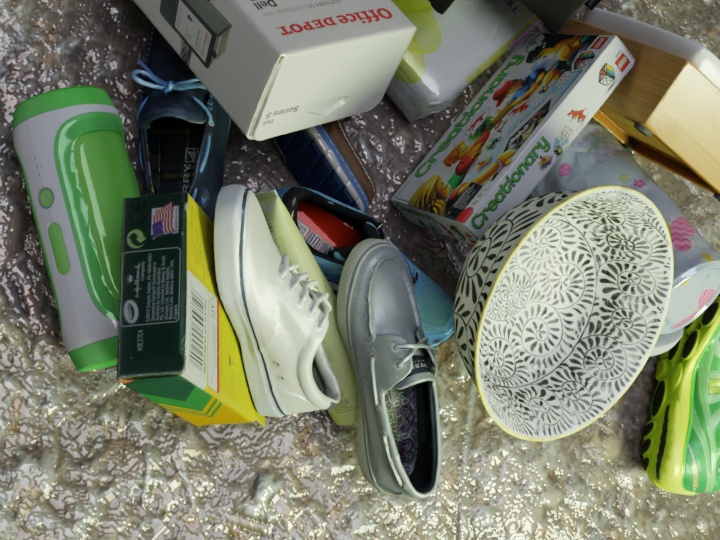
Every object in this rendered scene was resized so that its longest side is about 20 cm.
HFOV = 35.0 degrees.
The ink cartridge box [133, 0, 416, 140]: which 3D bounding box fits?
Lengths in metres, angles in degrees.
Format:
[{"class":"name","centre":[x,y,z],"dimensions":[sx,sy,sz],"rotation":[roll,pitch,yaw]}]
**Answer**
[{"class":"ink cartridge box","centre":[-0.077,-0.208,0.872],"dimensions":[0.145,0.084,0.200],"rotation":[-22,63,-41]}]

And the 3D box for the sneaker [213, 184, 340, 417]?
[{"class":"sneaker","centre":[-0.057,0.022,0.837],"dimensions":[0.070,0.201,0.073],"rotation":[-5,38,10]}]

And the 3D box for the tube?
[{"class":"tube","centre":[-0.041,0.027,0.900],"dimensions":[0.058,0.052,0.201],"rotation":[-24,107,14]}]

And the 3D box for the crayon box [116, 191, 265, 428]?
[{"class":"crayon box","centre":[-0.117,0.040,0.834],"dimensions":[0.050,0.200,0.128],"rotation":[-6,70,10]}]

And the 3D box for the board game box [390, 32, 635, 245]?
[{"class":"board game box","centre":[0.124,-0.114,0.953],"dimensions":[0.035,0.126,0.200],"rotation":[44,80,-27]}]

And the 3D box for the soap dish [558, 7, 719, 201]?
[{"class":"soap dish","centre":[0.261,-0.144,0.991],"dimensions":[0.157,0.200,0.082],"rotation":[33,97,-29]}]

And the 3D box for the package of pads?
[{"class":"package of pads","centre":[0.073,-0.245,1.013],"dimensions":[0.200,0.068,0.155],"rotation":[-42,95,-22]}]

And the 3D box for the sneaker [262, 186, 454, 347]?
[{"class":"sneaker","centre":[0.000,0.000,0.926],"dimensions":[0.199,0.090,0.079],"rotation":[32,71,-13]}]

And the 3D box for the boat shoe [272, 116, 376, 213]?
[{"class":"boat shoe","centre":[-0.041,-0.139,0.946],"dimensions":[0.072,0.072,0.201],"rotation":[-36,93,-27]}]

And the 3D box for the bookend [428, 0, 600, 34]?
[{"class":"bookend","centre":[0.113,-0.260,0.909],"dimensions":[0.200,0.092,0.199],"rotation":[40,49,-6]}]

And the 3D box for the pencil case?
[{"class":"pencil case","centre":[0.223,-0.040,0.977],"dimensions":[0.090,0.083,0.201],"rotation":[-29,56,-10]}]

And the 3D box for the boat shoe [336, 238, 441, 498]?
[{"class":"boat shoe","centre":[0.033,0.077,0.874],"dimensions":[0.069,0.071,0.203],"rotation":[-11,100,-34]}]

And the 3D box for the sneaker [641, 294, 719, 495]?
[{"class":"sneaker","centre":[0.316,0.107,1.041],"dimensions":[0.083,0.074,0.202],"rotation":[20,83,-14]}]

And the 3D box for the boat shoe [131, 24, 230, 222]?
[{"class":"boat shoe","centre":[-0.136,-0.116,0.893],"dimensions":[0.083,0.069,0.202],"rotation":[-10,82,10]}]

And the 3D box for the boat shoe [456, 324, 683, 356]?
[{"class":"boat shoe","centre":[0.176,0.061,0.991],"dimensions":[0.200,0.086,0.075],"rotation":[-2,57,-18]}]

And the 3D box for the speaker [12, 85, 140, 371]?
[{"class":"speaker","centre":[-0.201,-0.031,0.859],"dimensions":[0.088,0.088,0.202],"rotation":[-14,85,-22]}]

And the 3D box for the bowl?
[{"class":"bowl","centre":[0.137,0.019,0.874],"dimensions":[0.199,0.094,0.203],"rotation":[-16,119,-30]}]
